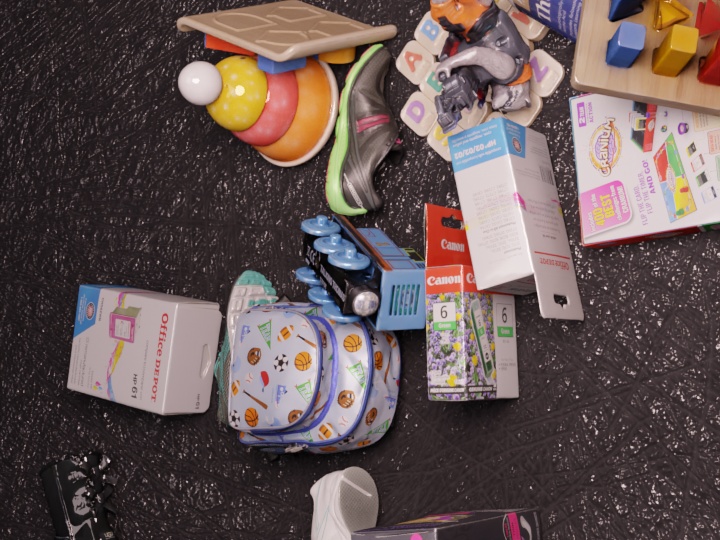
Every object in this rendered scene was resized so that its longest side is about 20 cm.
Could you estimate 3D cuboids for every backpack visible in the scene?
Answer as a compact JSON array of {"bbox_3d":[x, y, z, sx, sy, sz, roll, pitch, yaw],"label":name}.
[{"bbox_3d":[-0.052,0.118,1.294,0.188,0.154,0.203,-4,82,27],"label":"backpack"}]

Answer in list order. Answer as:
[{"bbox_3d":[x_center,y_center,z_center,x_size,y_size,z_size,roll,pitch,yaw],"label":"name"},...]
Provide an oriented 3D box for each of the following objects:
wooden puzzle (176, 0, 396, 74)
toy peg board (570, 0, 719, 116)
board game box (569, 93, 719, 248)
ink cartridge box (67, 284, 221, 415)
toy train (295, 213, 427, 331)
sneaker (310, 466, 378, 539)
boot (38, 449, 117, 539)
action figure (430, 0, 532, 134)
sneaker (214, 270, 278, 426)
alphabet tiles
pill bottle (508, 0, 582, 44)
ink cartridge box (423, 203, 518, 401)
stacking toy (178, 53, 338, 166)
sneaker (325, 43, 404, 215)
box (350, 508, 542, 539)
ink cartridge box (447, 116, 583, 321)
[{"bbox_3d":[-0.086,-0.271,1.331,0.199,0.184,0.047,22,120,38],"label":"wooden puzzle"},{"bbox_3d":[0.302,-0.251,0.993,0.196,0.098,0.203,10,79,0],"label":"toy peg board"},{"bbox_3d":[0.304,-0.112,1.099,0.198,0.040,0.155,-9,81,37],"label":"board game box"},{"bbox_3d":[-0.288,0.102,1.510,0.198,0.084,0.147,8,91,36],"label":"ink cartridge box"},{"bbox_3d":[0.000,0.000,1.250,0.200,0.113,0.088,-131,46,-62],"label":"toy train"},{"bbox_3d":[-0.016,0.328,1.302,0.080,0.070,0.203,-17,73,51],"label":"sneaker"},{"bbox_3d":[-0.418,0.352,1.598,0.197,0.073,0.164,-27,73,25],"label":"boot"},{"bbox_3d":[0.117,-0.229,1.136,0.104,0.194,0.201,-19,36,26],"label":"action figure"},{"bbox_3d":[-0.150,0.102,1.414,0.091,0.077,0.203,-14,70,51],"label":"sneaker"},{"bbox_3d":[0.127,-0.225,1.261,0.196,0.015,0.201,47,114,30],"label":"alphabet tiles"},{"bbox_3d":[0.212,-0.294,1.139,0.200,0.110,0.112,40,110,32],"label":"pill bottle"},{"bbox_3d":[0.116,0.033,1.188,0.050,0.108,0.203,-5,83,36],"label":"ink cartridge box"},{"bbox_3d":[-0.133,-0.206,1.341,0.145,0.199,0.148,-3,85,36],"label":"stacking toy"},{"bbox_3d":[0.013,-0.160,1.319,0.083,0.077,0.203,9,85,2],"label":"sneaker"},{"bbox_3d":[0.092,0.306,1.128,0.105,0.199,0.124,-11,80,36],"label":"box"},{"bbox_3d":[0.158,-0.041,1.155,0.067,0.115,0.203,-17,77,30],"label":"ink cartridge box"}]
